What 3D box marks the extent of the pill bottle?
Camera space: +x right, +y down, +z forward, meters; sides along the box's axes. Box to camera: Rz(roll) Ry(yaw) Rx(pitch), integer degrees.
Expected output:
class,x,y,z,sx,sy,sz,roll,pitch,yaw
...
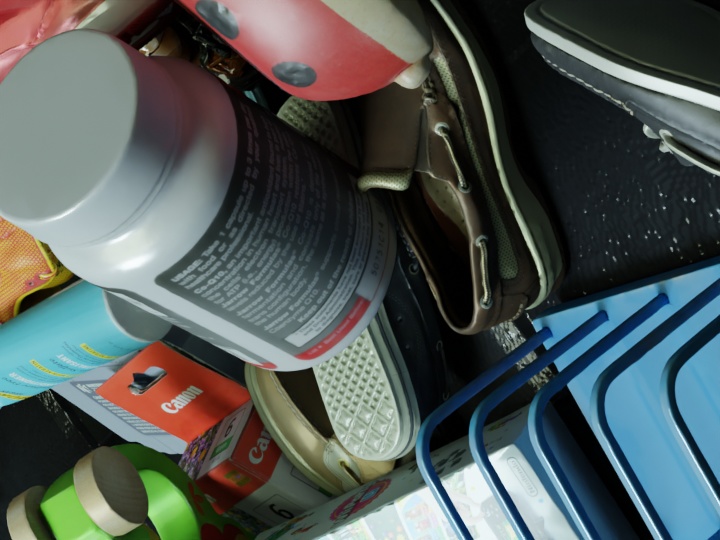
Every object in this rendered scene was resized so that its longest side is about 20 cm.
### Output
class,x,y,z,sx,sy,sz,roll,pitch,yaw
pill bottle,-0.081,-0.033,1.111,0.114,0.114,0.200,22,174,40

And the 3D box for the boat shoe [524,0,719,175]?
class,x,y,z,sx,sy,sz,roll,pitch,yaw
boat shoe,0.155,-0.068,0.979,0.200,0.074,0.060,21,130,29

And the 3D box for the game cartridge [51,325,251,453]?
class,x,y,z,sx,sy,sz,roll,pitch,yaw
game cartridge,-0.120,0.065,1.416,0.133,0.042,0.200,42,153,-26

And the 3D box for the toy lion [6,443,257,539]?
class,x,y,z,sx,sy,sz,roll,pitch,yaw
toy lion,-0.086,0.185,1.286,0.069,0.192,0.200,-32,84,21

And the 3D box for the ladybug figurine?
class,x,y,z,sx,sy,sz,roll,pitch,yaw
ladybug figurine,-0.053,-0.143,1.054,0.200,0.072,0.136,40,180,9

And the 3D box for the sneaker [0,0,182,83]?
class,x,y,z,sx,sy,sz,roll,pitch,yaw
sneaker,-0.184,-0.126,1.153,0.200,0.078,0.116,-33,89,28

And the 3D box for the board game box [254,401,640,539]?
class,x,y,z,sx,sy,sz,roll,pitch,yaw
board game box,0.049,0.176,1.238,0.200,0.064,0.148,-29,100,29

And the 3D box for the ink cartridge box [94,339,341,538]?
class,x,y,z,sx,sy,sz,roll,pitch,yaw
ink cartridge box,-0.061,0.122,1.354,0.200,0.050,0.109,31,149,-14

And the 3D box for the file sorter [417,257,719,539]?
class,x,y,z,sx,sy,sz,roll,pitch,yaw
file sorter,0.141,0.087,1.069,0.200,0.123,0.139,-20,102,56

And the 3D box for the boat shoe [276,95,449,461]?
class,x,y,z,sx,sy,sz,roll,pitch,yaw
boat shoe,0.000,0.000,1.236,0.074,0.062,0.201,-15,92,41

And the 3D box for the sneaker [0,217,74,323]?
class,x,y,z,sx,sy,sz,roll,pitch,yaw
sneaker,-0.191,-0.035,1.316,0.077,0.073,0.200,23,151,6

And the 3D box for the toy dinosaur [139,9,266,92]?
class,x,y,z,sx,sy,sz,roll,pitch,yaw
toy dinosaur,-0.103,-0.139,1.175,0.136,0.200,0.102,58,-178,7

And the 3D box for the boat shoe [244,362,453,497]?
class,x,y,z,sx,sy,sz,roll,pitch,yaw
boat shoe,0.021,0.103,1.296,0.200,0.074,0.066,44,143,-1

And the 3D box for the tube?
class,x,y,z,sx,sy,sz,roll,pitch,yaw
tube,-0.187,0.046,1.346,0.200,0.077,0.051,-25,56,43

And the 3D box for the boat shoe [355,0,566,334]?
class,x,y,z,sx,sy,sz,roll,pitch,yaw
boat shoe,0.031,-0.062,1.131,0.075,0.075,0.203,-15,106,55

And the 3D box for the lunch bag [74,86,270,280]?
class,x,y,z,sx,sy,sz,roll,pitch,yaw
lunch bag,-0.121,-0.059,1.321,0.200,0.077,0.161,7,129,51
